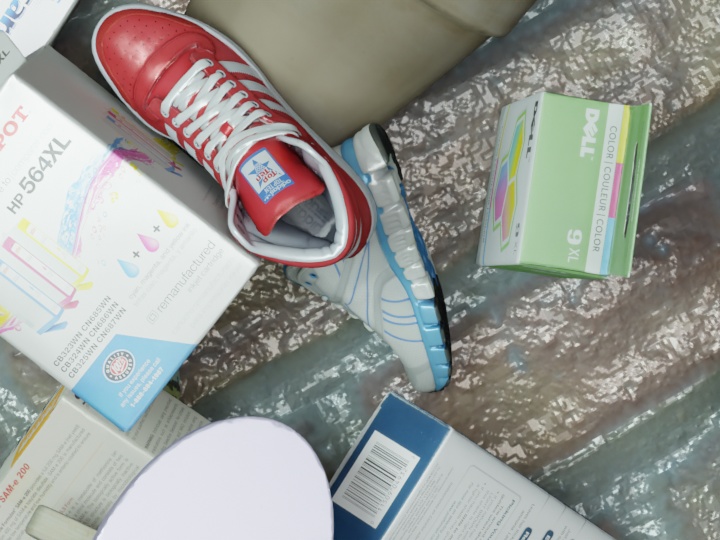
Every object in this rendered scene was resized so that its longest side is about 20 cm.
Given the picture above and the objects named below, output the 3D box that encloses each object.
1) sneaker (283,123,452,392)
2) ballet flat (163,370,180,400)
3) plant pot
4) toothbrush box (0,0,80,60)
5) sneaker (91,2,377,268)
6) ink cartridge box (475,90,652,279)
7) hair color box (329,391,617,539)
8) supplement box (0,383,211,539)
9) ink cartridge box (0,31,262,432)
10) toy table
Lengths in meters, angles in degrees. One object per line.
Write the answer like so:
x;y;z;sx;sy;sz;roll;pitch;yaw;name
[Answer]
0.000;0.000;1.724;0.087;0.075;0.200;-17;127;6;sneaker
-0.154;0.007;1.729;0.069;0.071;0.200;-18;93;-23;ballet flat
-0.020;-0.162;1.700;0.200;0.200;0.174;37;104;-6;plant pot
-0.272;-0.186;1.706;0.200;0.086;0.146;32;88;-6;toothbrush box
-0.074;-0.076;1.592;0.200;0.112;0.071;40;100;-2;sneaker
0.120;-0.050;1.698;0.059;0.200;0.104;9;89;-7;ink cartridge box
0.063;0.159;1.710;0.200;0.061;0.100;36;86;-47;hair color box
-0.120;0.154;1.712;0.200;0.074;0.126;35;119;-7;supplement box
-0.168;-0.028;1.618;0.200;0.125;0.129;37;101;-5;ink cartridge box
-0.096;0.179;1.587;0.184;0.117;0.200;40;79;-6;toy table
